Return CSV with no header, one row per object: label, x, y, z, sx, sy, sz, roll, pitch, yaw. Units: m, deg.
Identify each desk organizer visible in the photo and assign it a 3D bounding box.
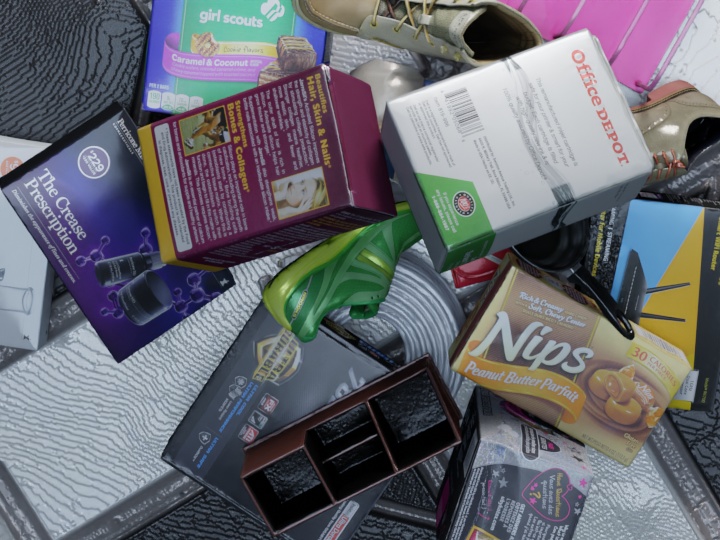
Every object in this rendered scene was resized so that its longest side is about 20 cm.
desk organizer,-0.008,0.160,1.600,0.199,0.077,0.072,-28,101,7

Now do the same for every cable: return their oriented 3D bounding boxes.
cable,0.007,0.075,1.705,0.198,0.069,0.202,-11,98,4

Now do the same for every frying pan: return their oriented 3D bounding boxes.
frying pan,0.190,-0.029,1.616,0.190,0.116,0.031,38,142,-19

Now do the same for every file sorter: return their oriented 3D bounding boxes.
file sorter,0.213,-0.269,1.612,0.199,0.125,0.140,29,99,-2

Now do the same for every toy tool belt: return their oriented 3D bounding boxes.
toy tool belt,0.066,-0.109,1.640,0.198,0.125,0.124,14,75,-1

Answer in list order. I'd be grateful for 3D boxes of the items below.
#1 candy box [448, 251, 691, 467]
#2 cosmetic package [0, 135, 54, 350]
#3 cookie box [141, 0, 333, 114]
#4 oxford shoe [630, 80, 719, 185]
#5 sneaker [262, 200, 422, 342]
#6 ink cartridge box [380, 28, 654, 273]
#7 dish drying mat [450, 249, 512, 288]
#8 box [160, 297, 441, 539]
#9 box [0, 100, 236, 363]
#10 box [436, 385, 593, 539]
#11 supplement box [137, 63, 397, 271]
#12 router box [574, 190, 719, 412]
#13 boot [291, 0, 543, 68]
candy box,0.195,0.084,1.646,0.199,0.055,0.116,29,103,-6
cosmetic package,-0.373,-0.033,1.718,0.149,0.052,0.202,7,99,-1
cookie box,-0.109,-0.242,1.658,0.169,0.075,0.202,8,99,2
oxford shoe,0.261,-0.110,1.614,0.199,0.075,0.071,-35,135,-23
sneaker,0.000,0.000,1.627,0.199,0.074,0.084,-33,94,-23
ink cartridge box,0.135,-0.104,1.535,0.198,0.083,0.148,-20,76,-8
dish drying mat,0.175,-0.047,1.703,0.198,0.018,0.077,-19,98,6
box,-0.055,0.147,1.665,0.198,0.050,0.201,34,103,-3
box,-0.231,-0.037,1.668,0.141,0.079,0.201,-35,106,-7
box,0.144,0.205,1.653,0.114,0.200,0.133,18,100,-2
supplement box,-0.084,-0.088,1.574,0.198,0.103,0.132,-15,79,23
router box,0.279,0.026,1.684,0.148,0.051,0.202,6,106,0
boot,0.051,-0.229,1.578,0.198,0.154,0.073,9,102,-28
